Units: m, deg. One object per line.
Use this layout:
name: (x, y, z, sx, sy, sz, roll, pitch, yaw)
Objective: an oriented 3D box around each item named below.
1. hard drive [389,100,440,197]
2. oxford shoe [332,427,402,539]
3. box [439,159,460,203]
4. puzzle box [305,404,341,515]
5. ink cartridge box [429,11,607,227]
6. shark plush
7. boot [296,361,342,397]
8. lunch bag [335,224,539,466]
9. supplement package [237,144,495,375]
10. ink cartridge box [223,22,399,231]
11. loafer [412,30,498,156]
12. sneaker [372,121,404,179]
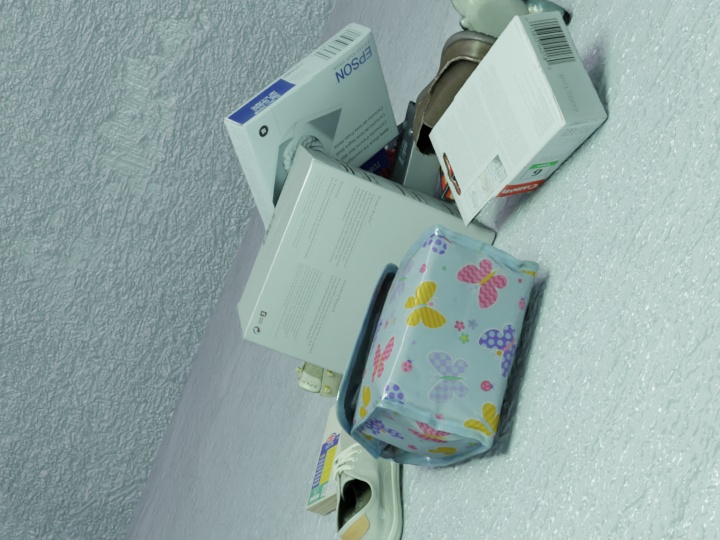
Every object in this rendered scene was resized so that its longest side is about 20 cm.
hard drive: (0.054, -0.087, 1.366, 0.135, 0.042, 0.202, -105, 28, -76)
oxford shoe: (0.000, 0.203, 1.198, 0.075, 0.058, 0.201, -49, 25, 24)
box: (0.129, -0.179, 1.316, 0.201, 0.040, 0.138, -89, 21, -56)
puzzle box: (-0.010, 0.200, 1.366, 0.200, 0.025, 0.134, 135, 152, -63)
ink cartridge box: (0.136, -0.131, 1.081, 0.110, 0.050, 0.200, 70, 153, 17)
shark plush: (0.110, -0.264, 1.183, 0.091, 0.199, 0.084, -57, 32, 25)
boot: (-0.045, 0.072, 1.392, 0.072, 0.199, 0.156, 36, 112, 38)
lunch bag: (0.057, 0.076, 1.044, 0.200, 0.126, 0.171, 126, 163, -72)
supplement package: (0.000, 0.000, 1.227, 0.147, 0.198, 0.193, -124, 55, -76)
ink cartridge box: (-0.042, -0.137, 1.318, 0.199, 0.040, 0.201, -42, -43, -25)
loafer: (0.101, -0.168, 1.185, 0.200, 0.072, 0.072, 121, 164, -68)
sneaker: (0.016, -0.121, 1.492, 0.074, 0.081, 0.200, -9, 22, 33)
